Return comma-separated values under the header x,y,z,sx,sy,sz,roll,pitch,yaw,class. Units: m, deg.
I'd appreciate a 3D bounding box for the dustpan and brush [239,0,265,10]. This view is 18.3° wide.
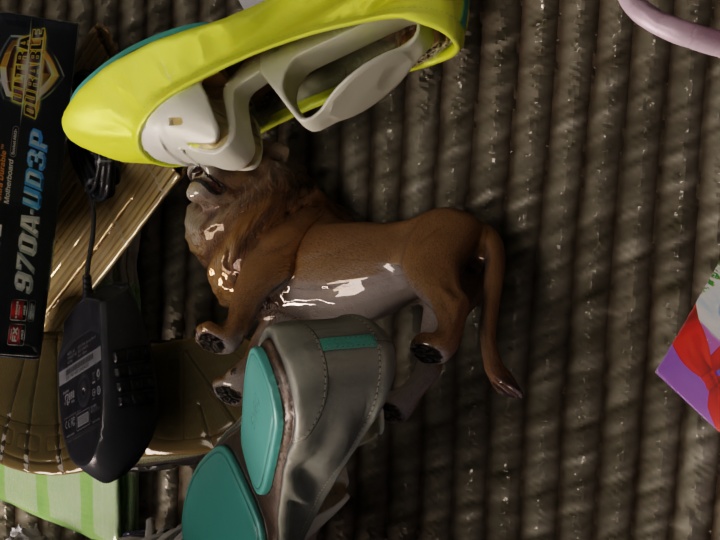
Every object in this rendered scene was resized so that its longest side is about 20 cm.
x,y,z,sx,sy,sz,roll,pitch,yaw,class
-0.033,-0.228,0.990,0.139,0.057,0.200,-33,80,32,dustpan and brush

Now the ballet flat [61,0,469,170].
x,y,z,sx,sy,sz,roll,pitch,yaw,class
-0.041,-0.081,0.961,0.200,0.067,0.067,-24,58,17,ballet flat

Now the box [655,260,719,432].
x,y,z,sx,sy,sz,roll,pitch,yaw,class
0.212,0.044,0.798,0.200,0.039,0.137,45,125,30,box

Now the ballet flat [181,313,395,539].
x,y,z,sx,sy,sz,roll,pitch,yaw,class
-0.027,0.083,0.940,0.200,0.064,0.067,114,139,-56,ballet flat

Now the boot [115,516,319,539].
x,y,z,sx,sy,sz,roll,pitch,yaw,class
-0.091,0.149,1.088,0.090,0.073,0.200,44,126,24,boot

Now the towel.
x,y,z,sx,sy,sz,roll,pitch,yaw,class
-0.164,0.034,1.178,0.149,0.031,0.200,15,109,45,towel

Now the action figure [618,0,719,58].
x,y,z,sx,sy,sz,roll,pitch,yaw,class
0.189,-0.058,0.726,0.200,0.134,0.149,47,127,-9,action figure

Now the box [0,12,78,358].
x,y,z,sx,sy,sz,roll,pitch,yaw,class
-0.206,-0.045,1.108,0.200,0.046,0.159,9,92,60,box

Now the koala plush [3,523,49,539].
x,y,z,sx,sy,sz,roll,pitch,yaw,class
-0.164,0.212,1.022,0.184,0.200,0.178,-24,88,14,koala plush

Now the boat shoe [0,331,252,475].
x,y,z,sx,sy,sz,roll,pitch,yaw,class
-0.107,0.067,1.081,0.201,0.066,0.072,-6,74,35,boat shoe

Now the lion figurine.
x,y,z,sx,sy,sz,roll,pitch,yaw,class
0.000,0.000,0.976,0.200,0.123,0.073,9,141,28,lion figurine

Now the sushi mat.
x,y,z,sx,sy,sz,roll,pitch,yaw,class
-0.154,-0.027,1.122,0.200,0.012,0.096,-48,65,41,sushi mat

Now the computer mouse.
x,y,z,sx,sy,sz,roll,pitch,yaw,class
-0.116,0.000,1.040,0.059,0.034,0.200,-26,63,57,computer mouse
